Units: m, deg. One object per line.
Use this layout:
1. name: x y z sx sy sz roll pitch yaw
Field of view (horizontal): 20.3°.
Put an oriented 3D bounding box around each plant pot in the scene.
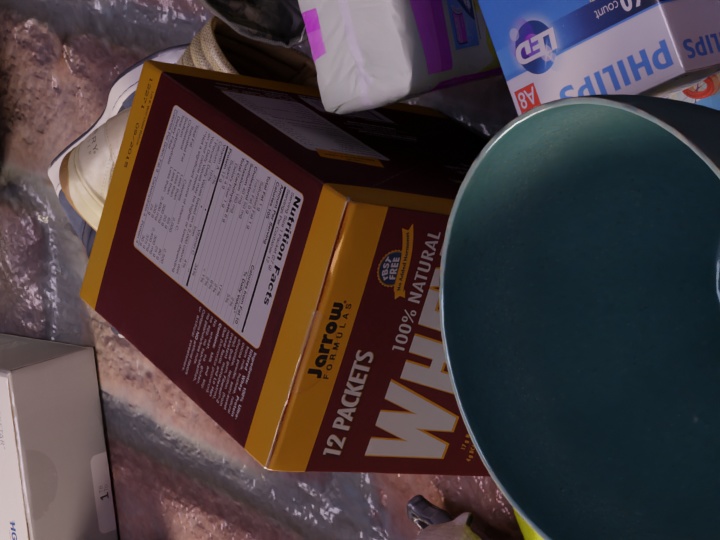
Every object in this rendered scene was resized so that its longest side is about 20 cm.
1. plant pot: 0.148 0.019 0.864 0.199 0.134 0.202 17 112 48

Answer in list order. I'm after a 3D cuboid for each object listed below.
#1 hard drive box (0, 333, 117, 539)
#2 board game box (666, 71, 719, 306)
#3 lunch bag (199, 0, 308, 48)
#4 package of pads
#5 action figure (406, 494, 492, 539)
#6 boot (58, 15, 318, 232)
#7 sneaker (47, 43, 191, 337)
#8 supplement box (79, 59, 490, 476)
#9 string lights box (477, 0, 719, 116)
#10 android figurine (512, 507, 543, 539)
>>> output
1. hard drive box: -0.274 0.130 1.482 0.199 0.076 0.157 7 106 46
2. board game box: 0.183 -0.120 0.934 0.197 0.056 0.200 58 135 18
3. lunch bag: -0.079 -0.221 1.097 0.201 0.117 0.164 59 179 -18
4. package of pads: 0.023 -0.190 1.015 0.068 0.154 0.202 -10 96 35
5. action figure: 0.066 0.226 1.122 0.200 0.104 0.195 30 137 49
6. boot: -0.055 -0.042 1.164 0.200 0.073 0.155 41 122 -15
7. sneaker: -0.118 -0.042 1.257 0.202 0.076 0.147 -42 63 51
8. supplement box: 0.000 0.000 1.021 0.200 0.196 0.134 36 114 49
9. string lights box: 0.096 -0.171 0.927 0.102 0.059 0.202 -24 84 46
10. android figurine: 0.141 0.104 1.055 0.182 0.041 0.201 -32 77 46
